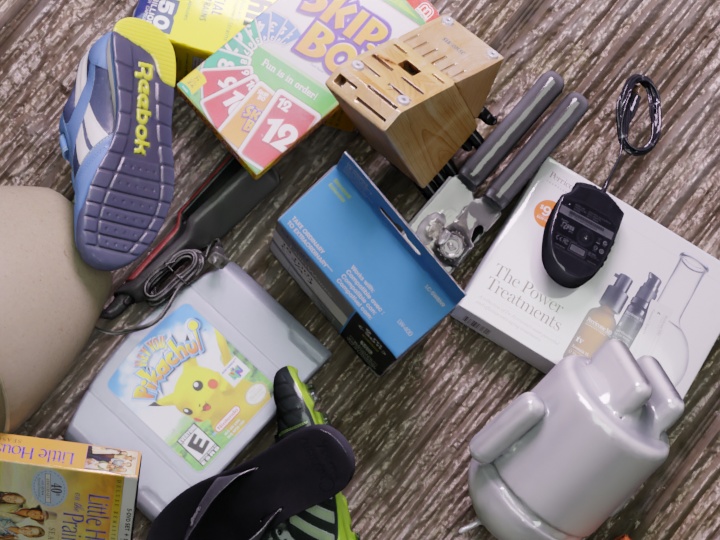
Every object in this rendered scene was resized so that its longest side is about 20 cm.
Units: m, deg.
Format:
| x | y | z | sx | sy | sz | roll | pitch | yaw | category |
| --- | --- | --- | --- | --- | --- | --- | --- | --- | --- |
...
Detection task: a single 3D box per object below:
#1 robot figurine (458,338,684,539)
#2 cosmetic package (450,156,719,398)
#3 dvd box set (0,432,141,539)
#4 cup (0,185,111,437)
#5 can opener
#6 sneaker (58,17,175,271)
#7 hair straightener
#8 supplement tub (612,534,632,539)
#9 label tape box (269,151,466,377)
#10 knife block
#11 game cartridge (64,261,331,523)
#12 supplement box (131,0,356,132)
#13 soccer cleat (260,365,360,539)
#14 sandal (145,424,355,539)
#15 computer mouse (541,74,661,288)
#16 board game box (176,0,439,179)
| x | y | z | sx | sy | sz | roll | pitch | yaw | category |
| --- | --- | --- | --- | --- | --- | --- | --- | --- | --- |
| 0.164 | 0.147 | 1.534 | 0.169 | 0.113 | 0.200 | 28 | 114 | -34 | robot figurine |
| 0.199 | 0.022 | 1.610 | 0.200 | 0.052 | 0.151 | 31 | 76 | 0 | cosmetic package |
| -0.273 | 0.181 | 1.492 | 0.200 | 0.146 | 0.029 | 8 | 45 | -5 | dvd box set |
| -0.279 | 0.012 | 1.504 | 0.143 | 0.200 | 0.200 | -36 | 85 | -30 | cup |
| 0.106 | -0.075 | 1.598 | 0.053 | 0.067 | 0.200 | 41 | 87 | 0 | can opener |
| -0.192 | -0.092 | 1.502 | 0.074 | 0.082 | 0.200 | 21 | 67 | -38 | sneaker |
| -0.141 | -0.019 | 1.567 | 0.200 | 0.077 | 0.041 | -43 | 121 | -11 | hair straightener |
| 0.245 | 0.312 | 1.528 | 0.123 | 0.123 | 0.200 | -43 | 87 | -11 | supplement tub |
| 0.000 | 0.000 | 1.516 | 0.063 | 0.200 | 0.144 | -40 | 86 | -10 | label tape box |
| 0.036 | -0.107 | 1.539 | 0.064 | 0.176 | 0.200 | 39 | 43 | 19 | knife block |
| -0.137 | 0.095 | 1.571 | 0.133 | 0.040 | 0.200 | 42 | 79 | 6 | game cartridge |
| -0.080 | -0.202 | 1.588 | 0.200 | 0.110 | 0.109 | 16 | 79 | -4 | supplement box |
| -0.050 | 0.177 | 1.538 | 0.081 | 0.068 | 0.200 | -14 | 96 | -2 | soccer cleat |
| -0.095 | 0.186 | 1.500 | 0.200 | 0.043 | 0.076 | -39 | 90 | 17 | sandal |
| 0.198 | -0.073 | 1.591 | 0.059 | 0.034 | 0.200 | 30 | 70 | -8 | computer mouse |
| -0.038 | -0.172 | 1.520 | 0.200 | 0.030 | 0.096 | -41 | 88 | -11 | board game box |
